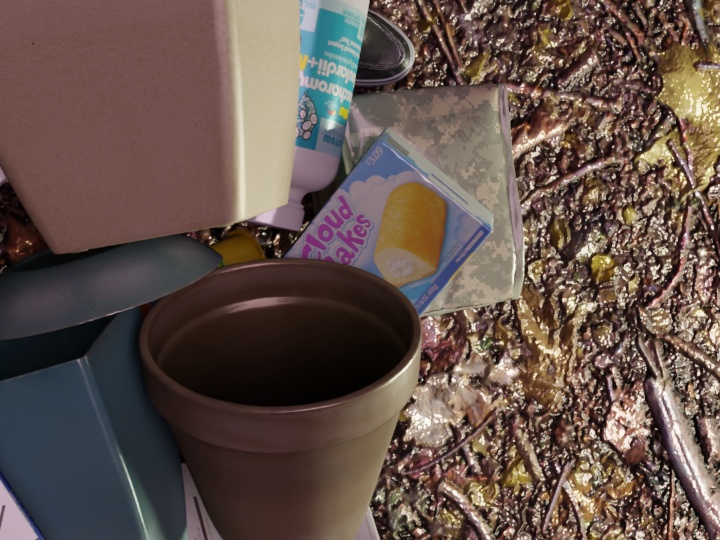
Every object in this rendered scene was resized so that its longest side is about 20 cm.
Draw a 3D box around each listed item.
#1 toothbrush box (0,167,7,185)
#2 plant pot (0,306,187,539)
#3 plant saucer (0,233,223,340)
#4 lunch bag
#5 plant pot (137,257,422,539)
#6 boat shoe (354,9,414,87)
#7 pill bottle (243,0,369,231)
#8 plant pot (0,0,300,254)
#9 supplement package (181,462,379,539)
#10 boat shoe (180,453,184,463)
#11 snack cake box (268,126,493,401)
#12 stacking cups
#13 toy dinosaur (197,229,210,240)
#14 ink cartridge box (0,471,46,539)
[{"bbox_3d":[-0.334,-0.058,0.946,0.146,0.200,0.086,-41,105,-13],"label":"toothbrush box"},{"bbox_3d":[-0.206,0.145,0.937,0.141,0.141,0.200,-16,105,9],"label":"plant pot"},{"bbox_3d":[-0.205,0.001,0.987,0.201,0.201,0.039,-19,102,-19],"label":"plant saucer"},{"bbox_3d":[0.048,-0.055,1.143,0.164,0.118,0.201,-8,93,-19],"label":"lunch bag"},{"bbox_3d":[-0.057,0.113,0.966,0.200,0.200,0.174,-12,122,-20],"label":"plant pot"},{"bbox_3d":[-0.036,-0.212,1.122,0.199,0.068,0.074,24,85,-21],"label":"boat shoe"},{"bbox_3d":[-0.062,-0.134,1.027,0.111,0.111,0.201,10,91,-22],"label":"pill bottle"},{"bbox_3d":[-0.142,-0.114,0.898,0.200,0.200,0.177,-10,96,12],"label":"plant pot"},{"bbox_3d":[-0.101,0.217,1.085,0.200,0.114,0.110,-12,67,-17],"label":"supplement package"},{"bbox_3d":[-0.197,0.083,1.087,0.200,0.075,0.068,37,53,-13],"label":"boat shoe"},{"bbox_3d":[0.000,0.000,1.048,0.115,0.067,0.200,38,106,-4],"label":"snack cake box"},{"bbox_3d":[-0.169,0.025,1.064,0.200,0.060,0.061,-24,103,-36],"label":"stacking cups"},{"bbox_3d":[-0.183,-0.098,1.055,0.200,0.101,0.058,41,68,4],"label":"toy dinosaur"},{"bbox_3d":[-0.300,0.204,0.824,0.200,0.044,0.094,-33,104,-13],"label":"ink cartridge box"}]
